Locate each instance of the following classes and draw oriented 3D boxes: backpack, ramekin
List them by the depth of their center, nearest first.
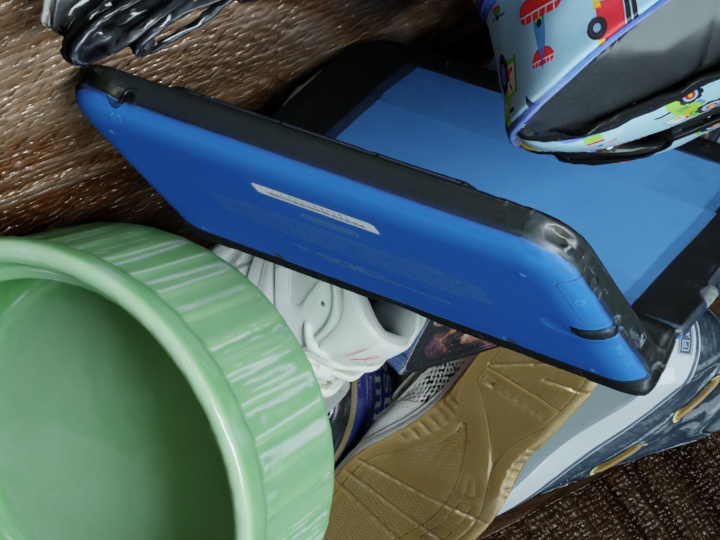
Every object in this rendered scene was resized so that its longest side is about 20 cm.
[{"bbox_3d":[0.118,-0.124,0.894,0.200,0.135,0.182,-34,169,18],"label":"backpack"},{"bbox_3d":[-0.107,0.077,1.078,0.200,0.201,0.098,-36,175,29],"label":"ramekin"}]

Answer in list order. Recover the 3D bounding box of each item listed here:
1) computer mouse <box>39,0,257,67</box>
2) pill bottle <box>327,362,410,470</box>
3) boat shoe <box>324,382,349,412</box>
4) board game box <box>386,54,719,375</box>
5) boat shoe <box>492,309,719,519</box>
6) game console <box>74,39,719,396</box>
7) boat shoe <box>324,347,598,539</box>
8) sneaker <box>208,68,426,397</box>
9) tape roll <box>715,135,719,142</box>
[{"bbox_3d":[-0.004,-0.124,0.814,0.138,0.053,0.200,-22,178,-35],"label":"computer mouse"},{"bbox_3d":[-0.035,0.063,1.417,0.112,0.112,0.200,-32,170,11],"label":"pill bottle"},{"bbox_3d":[-0.098,0.076,1.254,0.199,0.060,0.074,-30,164,-25],"label":"boat shoe"},{"bbox_3d":[0.091,-0.048,1.160,0.135,0.035,0.201,-14,144,-40],"label":"board game box"},{"bbox_3d":[0.109,0.076,1.380,0.091,0.071,0.200,12,146,-44],"label":"boat shoe"},{"bbox_3d":[0.031,-0.047,0.981,0.119,0.199,0.171,-64,152,-14],"label":"game console"},{"bbox_3d":[0.050,0.071,1.329,0.200,0.071,0.069,-45,-165,29],"label":"boat shoe"},{"bbox_3d":[-0.024,0.020,1.111,0.078,0.099,0.201,15,110,-39],"label":"sneaker"},{"bbox_3d":[0.222,-0.105,1.178,0.037,0.204,0.203,32,130,-27],"label":"tape roll"}]
